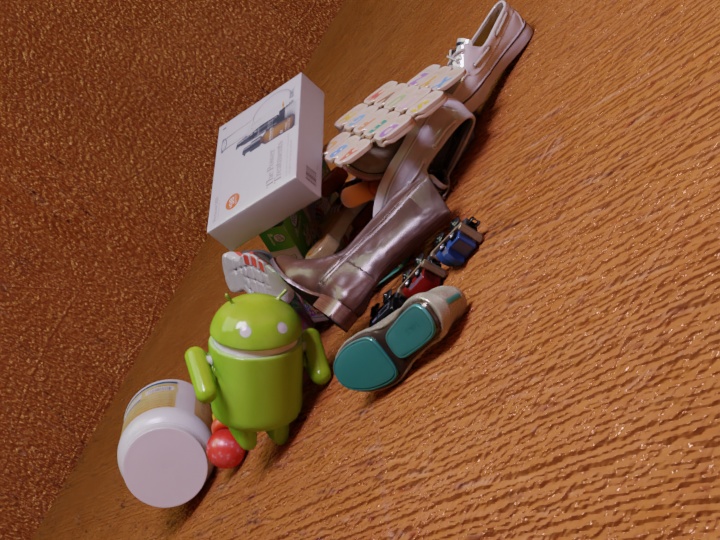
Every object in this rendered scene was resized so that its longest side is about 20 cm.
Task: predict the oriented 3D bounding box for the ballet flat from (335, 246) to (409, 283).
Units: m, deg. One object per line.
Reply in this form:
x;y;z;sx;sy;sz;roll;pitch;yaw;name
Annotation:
0.000;0.000;1.562;0.200;0.067;0.071;-41;13;48;ballet flat

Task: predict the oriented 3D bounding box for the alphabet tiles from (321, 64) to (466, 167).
0.035;-0.197;1.539;0.195;0.015;0.200;-38;21;-7;alphabet tiles

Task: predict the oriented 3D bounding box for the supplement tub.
-0.289;0.259;1.864;0.145;0.144;0.200;-56;12;7;supplement tub

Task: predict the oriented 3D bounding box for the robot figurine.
-0.129;0.118;1.537;0.116;0.175;0.201;-137;45;-60;robot figurine

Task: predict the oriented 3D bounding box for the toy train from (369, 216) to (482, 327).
0.068;0.010;1.364;0.200;0.034;0.046;-48;19;38;toy train

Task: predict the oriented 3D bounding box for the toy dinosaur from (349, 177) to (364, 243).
0.006;-0.126;1.821;0.200;0.105;0.182;-20;57;54;toy dinosaur

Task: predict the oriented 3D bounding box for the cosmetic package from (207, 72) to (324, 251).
-0.119;-0.139;1.580;0.150;0.052;0.201;-31;39;29;cosmetic package

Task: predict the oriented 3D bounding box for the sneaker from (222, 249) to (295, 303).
-0.126;-0.001;1.735;0.200;0.082;0.077;23;124;60;sneaker

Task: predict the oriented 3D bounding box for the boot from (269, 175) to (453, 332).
0.002;-0.039;1.472;0.200;0.064;0.186;-50;42;-4;boot

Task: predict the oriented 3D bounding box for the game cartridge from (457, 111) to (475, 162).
0.082;-0.135;1.661;0.200;0.041;0.133;-51;10;27;game cartridge

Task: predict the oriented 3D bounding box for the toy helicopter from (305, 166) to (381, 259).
-0.013;-0.074;1.598;0.132;0.079;0.200;-31;20;41;toy helicopter

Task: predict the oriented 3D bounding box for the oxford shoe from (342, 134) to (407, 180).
0.036;-0.178;1.584;0.200;0.071;0.074;-49;-13;-52;oxford shoe

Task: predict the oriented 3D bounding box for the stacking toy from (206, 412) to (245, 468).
-0.180;0.197;1.764;0.085;0.085;0.200;-48;20;36;stacking toy

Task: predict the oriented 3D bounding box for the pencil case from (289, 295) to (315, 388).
-0.099;0.091;1.694;0.088;0.087;0.200;-54;12;13;pencil case

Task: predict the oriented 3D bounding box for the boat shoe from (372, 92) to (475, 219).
0.083;-0.119;1.543;0.068;0.072;0.201;40;108;36;boat shoe

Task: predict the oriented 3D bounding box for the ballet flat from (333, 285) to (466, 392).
0.044;0.072;1.283;0.062;0.068;0.200;-32;-3;-39;ballet flat

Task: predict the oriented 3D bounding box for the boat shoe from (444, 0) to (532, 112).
0.141;-0.266;1.596;0.200;0.070;0.071;-50;25;-14;boat shoe

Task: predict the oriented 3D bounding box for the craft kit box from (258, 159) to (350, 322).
-0.072;-0.069;1.677;0.048;0.198;0.201;-12;48;21;craft kit box
